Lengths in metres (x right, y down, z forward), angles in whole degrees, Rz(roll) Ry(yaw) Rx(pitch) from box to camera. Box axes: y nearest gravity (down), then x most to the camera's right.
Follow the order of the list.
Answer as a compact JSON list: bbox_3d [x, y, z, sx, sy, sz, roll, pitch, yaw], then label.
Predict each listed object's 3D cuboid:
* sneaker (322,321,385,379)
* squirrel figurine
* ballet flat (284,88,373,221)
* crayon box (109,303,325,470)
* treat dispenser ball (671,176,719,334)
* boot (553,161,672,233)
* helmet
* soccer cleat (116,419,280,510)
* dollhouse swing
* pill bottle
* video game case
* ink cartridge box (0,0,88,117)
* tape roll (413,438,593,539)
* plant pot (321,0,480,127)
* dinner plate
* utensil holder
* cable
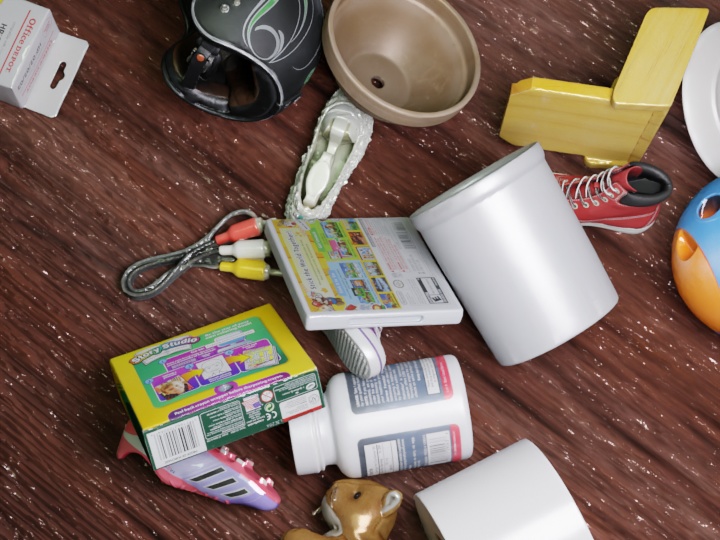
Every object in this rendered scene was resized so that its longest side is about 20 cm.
[{"bbox_3d":[0.010,0.042,1.610,0.114,0.073,0.201,-21,35,-12],"label":"sneaker"},{"bbox_3d":[0.004,0.332,1.553,0.199,0.142,0.187,29,65,6],"label":"squirrel figurine"},{"bbox_3d":[-0.033,-0.140,1.708,0.071,0.072,0.201,19,74,5],"label":"ballet flat"},{"bbox_3d":[-0.162,0.125,1.570,0.199,0.173,0.059,-19,118,-14],"label":"crayon box"},{"bbox_3d":[0.454,-0.017,1.606,0.199,0.201,0.203,0,74,0],"label":"treat dispenser ball"},{"bbox_3d":[0.258,-0.095,1.657,0.198,0.144,0.073,4,76,2],"label":"boot"},{"bbox_3d":[-0.138,-0.296,1.688,0.198,0.200,0.192,15,59,4],"label":"helmet"},{"bbox_3d":[-0.184,0.227,1.607,0.199,0.067,0.077,31,86,10],"label":"soccer cleat"},{"bbox_3d":[0.279,-0.227,1.665,0.175,0.200,0.183,23,75,6],"label":"dollhouse swing"},{"bbox_3d":[0.019,0.168,1.594,0.198,0.120,0.121,-9,75,-3],"label":"pill bottle"},{"bbox_3d":[0.000,0.000,1.606,0.181,0.023,0.200,-2,34,-19],"label":"video game case"},{"bbox_3d":[-0.450,-0.279,1.741,0.199,0.068,0.116,20,75,5],"label":"ink cartridge box"},{"bbox_3d":[0.162,0.300,1.516,0.138,0.203,0.204,-25,76,-7],"label":"tape roll"},{"bbox_3d":[0.037,-0.248,1.707,0.199,0.093,0.202,11,59,-20],"label":"plant pot"},{"bbox_3d":[0.459,-0.201,1.693,0.199,0.024,0.202,3,85,-34],"label":"dinner plate"},{"bbox_3d":[0.176,-0.017,1.603,0.169,0.170,0.201,-31,95,-9],"label":"utensil holder"},{"bbox_3d":[-0.189,-0.023,1.680,0.198,0.050,0.098,-8,74,-4],"label":"cable"}]
